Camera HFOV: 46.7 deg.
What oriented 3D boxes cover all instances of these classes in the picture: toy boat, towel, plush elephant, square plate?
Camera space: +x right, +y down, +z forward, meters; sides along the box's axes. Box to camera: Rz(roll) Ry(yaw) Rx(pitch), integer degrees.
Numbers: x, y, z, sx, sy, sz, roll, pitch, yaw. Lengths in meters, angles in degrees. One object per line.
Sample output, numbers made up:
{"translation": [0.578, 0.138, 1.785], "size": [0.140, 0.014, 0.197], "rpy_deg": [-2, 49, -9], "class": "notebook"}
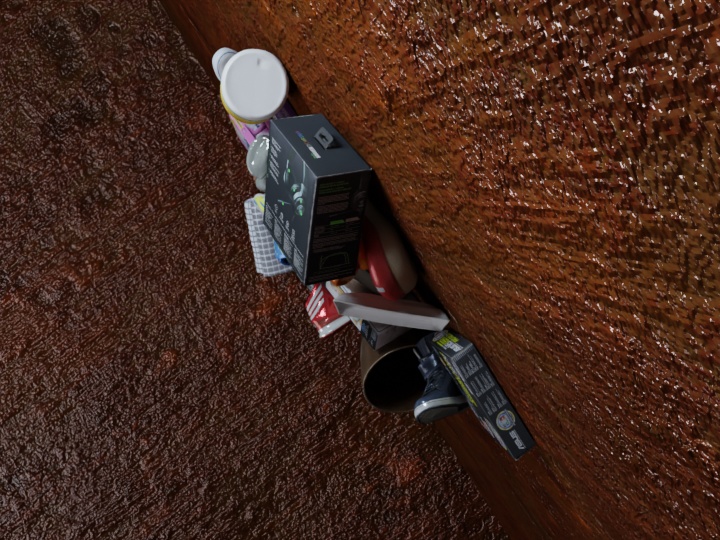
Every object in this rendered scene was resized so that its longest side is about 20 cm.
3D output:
{"translation": [0.003, -0.021, 1.345], "size": [0.131, 0.130, 0.200], "rpy_deg": [58, 175, -38], "class": "toy boat"}
{"translation": [-0.138, -0.092, 1.778], "size": [0.085, 0.197, 0.169], "rpy_deg": [18, 123, 59], "class": "towel"}
{"translation": [-0.121, -0.182, 1.530], "size": [0.161, 0.158, 0.200], "rpy_deg": [16, -153, 9], "class": "plush elephant"}
{"translation": [0.054, 0.071, 1.448], "size": [0.200, 0.193, 0.029], "rpy_deg": [81, -162, -81], "class": "square plate"}

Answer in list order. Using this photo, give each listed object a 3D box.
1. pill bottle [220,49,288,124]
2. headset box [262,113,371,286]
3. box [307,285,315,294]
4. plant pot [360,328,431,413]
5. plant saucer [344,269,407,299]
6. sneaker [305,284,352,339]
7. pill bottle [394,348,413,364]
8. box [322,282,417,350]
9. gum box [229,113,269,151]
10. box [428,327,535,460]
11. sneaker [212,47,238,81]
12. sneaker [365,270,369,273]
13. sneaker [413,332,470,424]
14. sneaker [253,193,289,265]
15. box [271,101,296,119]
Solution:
{"translation": [-0.184, -0.309, 1.422], "size": [0.114, 0.112, 0.200], "rpy_deg": [56, 176, -12], "class": "pill bottle"}
{"translation": [-0.071, -0.115, 1.251], "size": [0.175, 0.091, 0.203], "rpy_deg": [51, 143, 44], "class": "headset box"}
{"translation": [-0.072, -0.051, 1.745], "size": [0.046, 0.159, 0.201], "rpy_deg": [24, 154, 40], "class": "box"}
{"translation": [0.072, 0.154, 1.726], "size": [0.188, 0.184, 0.202], "rpy_deg": [59, -172, -41], "class": "plant pot"}
{"translation": [0.000, 0.000, 1.550], "size": [0.198, 0.035, 0.201], "rpy_deg": [32, -160, -13], "class": "plant saucer"}
{"translation": [-0.024, 0.042, 1.698], "size": [0.117, 0.198, 0.078], "rpy_deg": [57, 161, 4], "class": "sneaker"}
{"translation": [0.080, 0.153, 1.896], "size": [0.201, 0.111, 0.113], "rpy_deg": [51, 174, 41], "class": "pill bottle"}
{"translation": [0.018, 0.043, 1.637], "size": [0.201, 0.115, 0.061], "rpy_deg": [50, 153, 25], "class": "box"}
{"translation": [-0.199, -0.265, 1.677], "size": [0.114, 0.066, 0.200], "rpy_deg": [53, 176, 0], "class": "gum box"}
{"translation": [0.197, 0.199, 1.378], "size": [0.202, 0.044, 0.160], "rpy_deg": [57, 177, -10], "class": "box"}
{"translation": [-0.245, -0.399, 1.795], "size": [0.071, 0.073, 0.200], "rpy_deg": [41, 177, 35], "class": "sneaker"}
{"translation": [0.008, -0.039, 1.526], "size": [0.084, 0.076, 0.201], "rpy_deg": [59, 177, -38], "class": "sneaker"}
{"translation": [0.127, 0.188, 1.482], "size": [0.201, 0.076, 0.148], "rpy_deg": [4, -122, -61], "class": "sneaker"}
{"translation": [-0.157, -0.075, 1.614], "size": [0.075, 0.107, 0.199], "rpy_deg": [13, -167, -44], "class": "sneaker"}
{"translation": [-0.163, -0.310, 1.651], "size": [0.138, 0.039, 0.200], "rpy_deg": [56, 176, -3], "class": "box"}
